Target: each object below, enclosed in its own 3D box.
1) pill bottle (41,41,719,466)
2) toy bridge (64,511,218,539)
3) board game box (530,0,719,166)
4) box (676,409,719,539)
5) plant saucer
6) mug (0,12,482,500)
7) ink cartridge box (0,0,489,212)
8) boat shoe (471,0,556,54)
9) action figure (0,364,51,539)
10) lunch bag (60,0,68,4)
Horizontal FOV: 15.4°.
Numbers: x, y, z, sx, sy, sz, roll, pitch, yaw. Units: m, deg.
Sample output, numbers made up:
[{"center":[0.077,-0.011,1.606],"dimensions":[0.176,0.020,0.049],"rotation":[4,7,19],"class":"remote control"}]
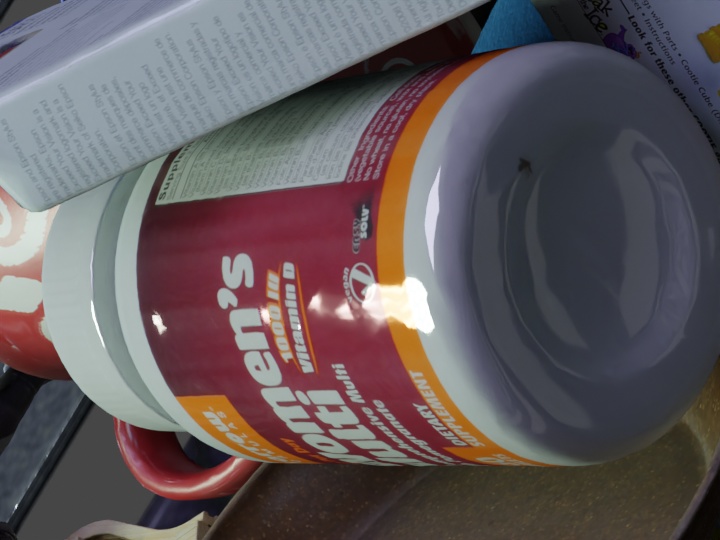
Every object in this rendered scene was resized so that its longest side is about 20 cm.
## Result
[{"center":[0.000,0.000,0.745],"dimensions":[0.200,0.109,0.110],"rotation":[-5,68,52],"class":"pill bottle"},{"center":[-0.105,0.133,1.021],"dimensions":[0.200,0.027,0.067],"rotation":[-36,41,40],"class":"toy bridge"},{"center":[0.161,-0.089,0.691],"dimensions":[0.200,0.105,0.103],"rotation":[-19,22,44],"class":"board game box"},{"center":[0.136,0.043,0.741],"dimensions":[0.200,0.048,0.118],"rotation":[-6,67,50],"class":"box"},{"center":[0.028,0.081,0.742],"dimensions":[0.200,0.037,0.201],"rotation":[-31,26,17],"class":"plant saucer"},{"center":[-0.042,-0.022,0.975],"dimensions":[0.200,0.178,0.133],"rotation":[-14,24,44],"class":"mug"},{"center":[-0.037,-0.075,0.773],"dimensions":[0.200,0.041,0.200],"rotation":[-22,12,19],"class":"ink cartridge box"},{"center":[0.114,-0.100,0.831],"dimensions":[0.200,0.069,0.084],"rotation":[-47,42,22],"class":"boat shoe"},{"center":[-0.163,0.064,1.033],"dimensions":[0.069,0.130,0.200],"rotation":[-14,34,49],"class":"action figure"},{"center":[0.000,-0.156,0.925],"dimensions":[0.199,0.094,0.151],"rotation":[-6,23,13],"class":"lunch bag"}]
